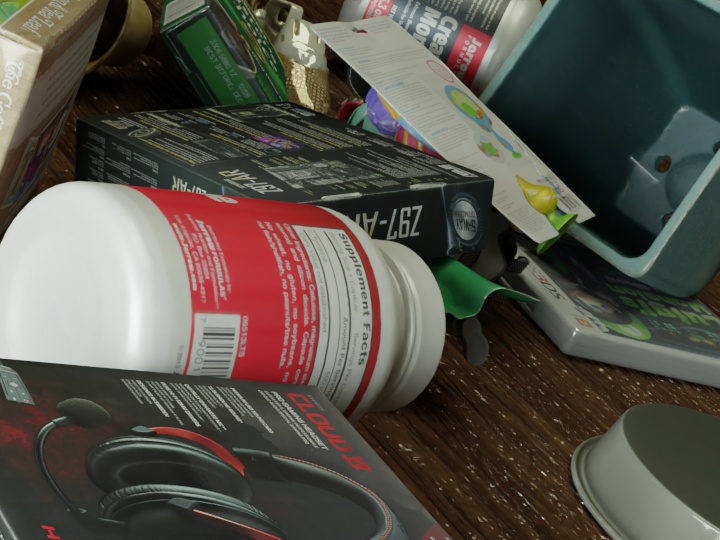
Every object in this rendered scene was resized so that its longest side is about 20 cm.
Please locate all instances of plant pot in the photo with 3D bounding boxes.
[{"bbox_3d":[0.229,-0.096,1.183,0.196,0.196,0.200,38,5,33],"label":"plant pot"}]

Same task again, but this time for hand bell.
[{"bbox_3d":[-0.159,-0.170,1.156,0.104,0.105,0.200,34,8,26],"label":"hand bell"}]

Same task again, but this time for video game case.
[{"bbox_3d":[0.187,0.023,1.130,0.199,0.023,0.182,14,22,-30],"label":"video game case"}]

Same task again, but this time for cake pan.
[{"bbox_3d":[0.212,0.135,0.845,0.199,0.037,0.200,22,19,-8],"label":"cake pan"}]

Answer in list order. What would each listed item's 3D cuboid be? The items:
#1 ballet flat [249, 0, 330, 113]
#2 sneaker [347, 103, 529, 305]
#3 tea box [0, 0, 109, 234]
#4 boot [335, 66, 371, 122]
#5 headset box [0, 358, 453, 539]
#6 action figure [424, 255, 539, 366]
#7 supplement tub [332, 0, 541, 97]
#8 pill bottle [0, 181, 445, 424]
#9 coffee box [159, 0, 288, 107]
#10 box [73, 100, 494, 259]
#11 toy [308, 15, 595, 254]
[{"bbox_3d":[-0.065,-0.192,1.321,0.070,0.066,0.200,14,22,-28],"label":"ballet flat"},{"bbox_3d":[0.052,-0.034,1.051,0.139,0.078,0.200,20,29,-19],"label":"sneaker"},{"bbox_3d":[-0.247,-0.109,0.773,0.196,0.134,0.200,23,18,-8],"label":"tea box"},{"bbox_3d":[0.033,-0.122,1.252,0.200,0.073,0.150,45,26,26],"label":"boot"},{"bbox_3d":[-0.054,0.103,0.540,0.199,0.075,0.149,9,24,-38],"label":"headset box"},{"bbox_3d":[0.000,0.000,0.895,0.117,0.055,0.200,-7,26,-26],"label":"action figure"},{"bbox_3d":[0.086,-0.225,1.480,0.199,0.141,0.140,26,19,4],"label":"supplement tub"},{"bbox_3d":[-0.056,0.023,0.693,0.199,0.113,0.112,4,28,-47],"label":"pill bottle"},{"bbox_3d":[-0.098,-0.162,1.140,0.123,0.044,0.200,59,8,-22],"label":"coffee box"},{"bbox_3d":[-0.047,-0.051,0.888,0.160,0.044,0.200,-10,24,-39],"label":"box"},{"bbox_3d":[0.053,-0.083,0.998,0.200,0.047,0.115,42,26,13],"label":"toy"}]
